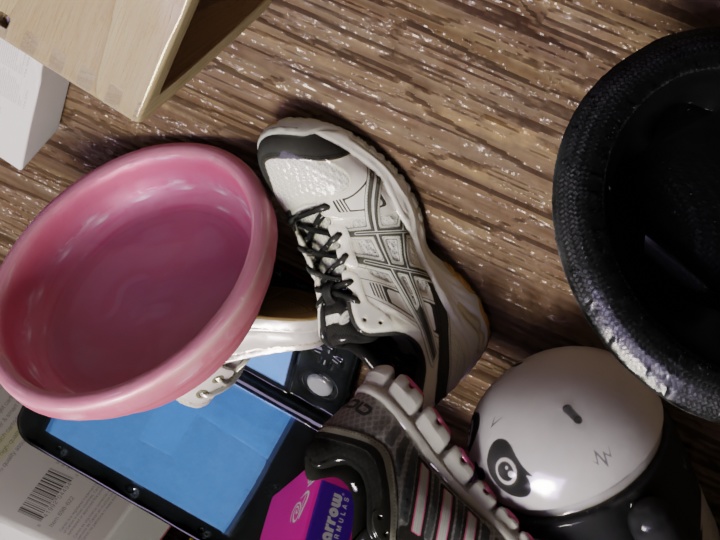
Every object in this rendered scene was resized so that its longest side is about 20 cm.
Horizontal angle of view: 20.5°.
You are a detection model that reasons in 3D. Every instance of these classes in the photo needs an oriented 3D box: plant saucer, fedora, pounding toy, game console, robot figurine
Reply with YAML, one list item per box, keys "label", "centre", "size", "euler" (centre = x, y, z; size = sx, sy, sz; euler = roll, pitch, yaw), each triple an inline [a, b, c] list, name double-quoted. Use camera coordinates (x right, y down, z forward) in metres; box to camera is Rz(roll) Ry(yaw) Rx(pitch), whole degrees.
- label: "plant saucer"
  centre: [-0.135, 0.012, 1.223]
  size: [0.200, 0.201, 0.051]
  euler: [4, 147, 35]
- label: "fedora"
  centre: [0.185, -0.019, 1.002]
  size: [0.200, 0.201, 0.092]
  euler: [36, 174, 0]
- label: "pounding toy"
  centre: [-0.105, -0.198, 1.010]
  size: [0.142, 0.200, 0.184]
  euler: [33, 128, 4]
- label: "game console"
  centre: [-0.116, 0.069, 1.326]
  size: [0.200, 0.119, 0.172]
  euler: [28, 142, 10]
- label: "robot figurine"
  centre: [0.140, 0.140, 1.198]
  size: [0.150, 0.125, 0.200]
  euler: [-7, 126, 29]

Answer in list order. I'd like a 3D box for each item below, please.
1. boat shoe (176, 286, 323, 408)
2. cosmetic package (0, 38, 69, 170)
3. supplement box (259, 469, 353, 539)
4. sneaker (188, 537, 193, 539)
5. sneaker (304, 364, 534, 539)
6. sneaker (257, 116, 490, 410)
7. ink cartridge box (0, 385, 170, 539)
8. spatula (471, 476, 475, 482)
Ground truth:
- label: "boat shoe"
  centre: [-0.103, 0.052, 1.272]
  size: [0.200, 0.071, 0.069]
  euler: [-4, 100, 29]
- label: "cosmetic package"
  centre: [-0.216, -0.156, 1.222]
  size: [0.082, 0.051, 0.200]
  euler: [31, 142, 4]
- label: "supplement box"
  centre: [0.036, 0.209, 1.276]
  size: [0.200, 0.101, 0.103]
  euler: [23, 147, -13]
- label: "sneaker"
  centre: [-0.140, 0.235, 1.567]
  size: [0.200, 0.075, 0.085]
  euler: [19, 134, 8]
- label: "sneaker"
  centre: [0.038, 0.156, 1.146]
  size: [0.200, 0.087, 0.074]
  euler: [54, 162, 9]
- label: "sneaker"
  centre: [0.000, 0.000, 1.191]
  size: [0.076, 0.088, 0.200]
  euler: [-20, 114, 49]
- label: "ink cartridge box"
  centre: [-0.242, 0.149, 1.485]
  size: [0.200, 0.145, 0.083]
  euler: [22, 142, 19]
- label: "spatula"
  centre: [0.163, 0.185, 1.313]
  size: [0.200, 0.021, 0.057]
  euler: [28, 140, 10]
